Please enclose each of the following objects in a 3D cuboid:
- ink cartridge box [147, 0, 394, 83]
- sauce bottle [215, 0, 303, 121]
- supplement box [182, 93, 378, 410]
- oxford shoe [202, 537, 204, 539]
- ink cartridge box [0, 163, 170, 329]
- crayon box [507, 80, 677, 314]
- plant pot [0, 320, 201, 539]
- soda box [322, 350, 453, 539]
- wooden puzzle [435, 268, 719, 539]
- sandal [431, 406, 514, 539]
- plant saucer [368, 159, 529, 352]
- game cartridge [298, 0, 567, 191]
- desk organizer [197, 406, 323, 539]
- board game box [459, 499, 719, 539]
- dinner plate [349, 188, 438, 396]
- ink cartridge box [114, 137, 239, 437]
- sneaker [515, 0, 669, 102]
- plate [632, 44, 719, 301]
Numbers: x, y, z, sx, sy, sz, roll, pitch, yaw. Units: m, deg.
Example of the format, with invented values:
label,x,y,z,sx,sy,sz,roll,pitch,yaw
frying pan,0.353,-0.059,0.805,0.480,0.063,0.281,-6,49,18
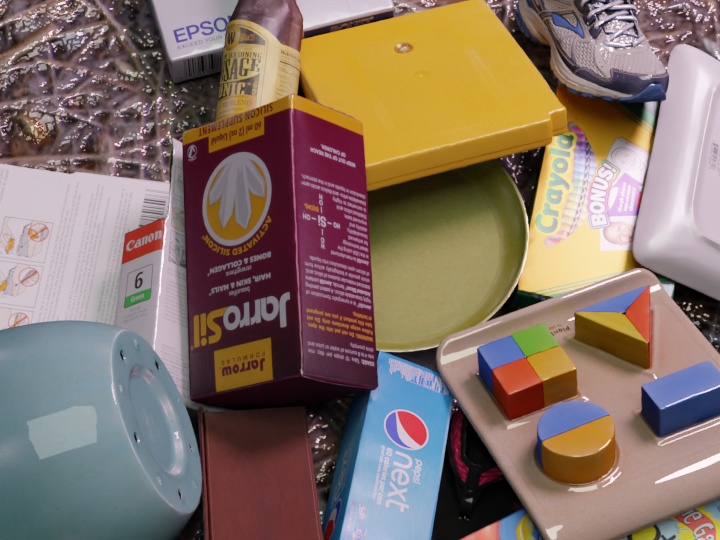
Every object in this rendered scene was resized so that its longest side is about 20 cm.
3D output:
label,x,y,z,sx,sy,sz,roll,pitch,yaw
ink cartridge box,-0.092,-0.272,1.363,0.195,0.043,0.201,-16,68,-9
sauce bottle,-0.079,-0.170,1.274,0.065,0.066,0.202,5,81,0
supplement box,-0.059,-0.008,1.140,0.110,0.085,0.202,-15,71,36
oxford shoe,-0.024,0.229,1.118,0.199,0.071,0.073,26,62,10
ink cartridge box,-0.231,0.021,1.219,0.172,0.044,0.202,7,65,1
crayon box,0.192,-0.047,1.260,0.118,0.058,0.202,12,65,3
plant pot,-0.198,0.124,1.036,0.160,0.201,0.202,-21,66,10
soda box,0.015,0.156,1.112,0.064,0.068,0.201,21,44,-7
wooden puzzle,0.170,0.083,1.107,0.184,0.047,0.201,-19,45,-12
sandal,0.098,0.119,1.186,0.075,0.045,0.201,27,67,9
plant saucer,0.029,-0.023,1.225,0.198,0.031,0.202,-1,62,2
game cartridge,0.049,-0.141,1.265,0.175,0.033,0.201,-14,40,-9
desk organizer,-0.066,0.178,1.068,0.076,0.072,0.201,-3,34,-5
board game box,0.153,0.212,1.112,0.199,0.105,0.104,-24,68,-12
dinner plate,0.000,0.000,1.250,0.198,0.024,0.202,1,64,-2
ink cartridge box,-0.124,0.015,1.191,0.050,0.109,0.202,-20,58,37
sneaker,0.182,-0.199,1.269,0.076,0.086,0.200,-5,35,-24
plate,0.315,-0.061,1.248,0.199,0.032,0.201,24,65,-16
